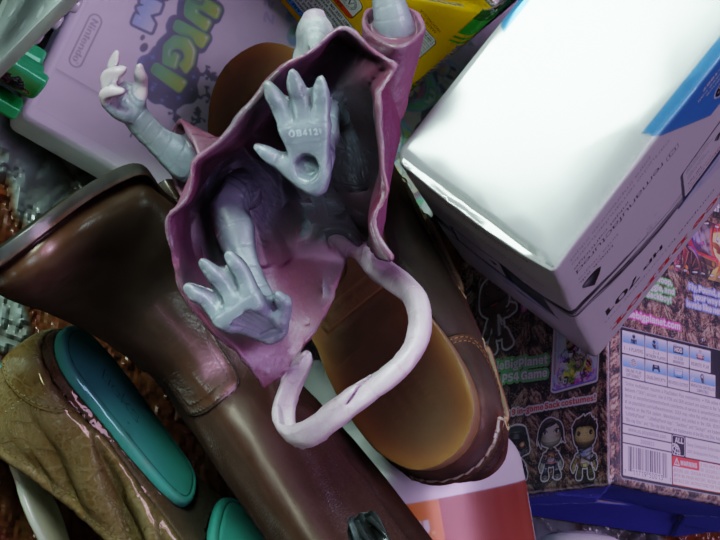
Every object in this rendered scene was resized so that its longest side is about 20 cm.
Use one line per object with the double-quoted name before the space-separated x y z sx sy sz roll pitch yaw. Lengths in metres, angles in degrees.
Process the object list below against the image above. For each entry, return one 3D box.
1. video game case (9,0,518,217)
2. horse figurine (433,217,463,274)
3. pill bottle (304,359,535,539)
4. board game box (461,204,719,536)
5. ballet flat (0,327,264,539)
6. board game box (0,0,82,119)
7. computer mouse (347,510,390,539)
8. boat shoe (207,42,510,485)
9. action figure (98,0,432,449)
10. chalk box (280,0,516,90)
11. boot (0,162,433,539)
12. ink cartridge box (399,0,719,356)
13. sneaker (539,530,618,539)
"video game case" -0.032 -0.102 1.203 0.182 0.024 0.200 29 66 -15
"horse figurine" -0.008 -0.058 1.253 0.133 0.050 0.200 -44 107 -39
"pill bottle" 0.022 0.133 1.198 0.112 0.112 0.200 -8 87 -46
"board game box" 0.135 0.020 1.346 0.159 0.097 0.200 14 72 -43
"ballet flat" -0.082 0.112 1.114 0.200 0.072 0.068 47 22 -15
"board game box" -0.078 -0.172 1.098 0.026 0.200 0.200 30 59 -18
"computer mouse" 0.014 0.148 1.047 0.200 0.034 0.059 71 -6 -53
"boat shoe" 0.000 0.000 1.141 0.070 0.070 0.200 20 43 -65
"action figure" -0.008 -0.048 1.034 0.149 0.134 0.200 55 12 -9
"chalk box" 0.055 -0.185 1.184 0.200 0.124 0.124 -41 92 -31
"boot" -0.051 0.059 1.059 0.200 0.064 0.186 59 20 6
"ink cartridge box" 0.103 -0.058 1.170 0.146 0.086 0.200 -52 164 -3
"sneaker" 0.133 0.214 1.317 0.082 0.075 0.200 -45 113 -43
